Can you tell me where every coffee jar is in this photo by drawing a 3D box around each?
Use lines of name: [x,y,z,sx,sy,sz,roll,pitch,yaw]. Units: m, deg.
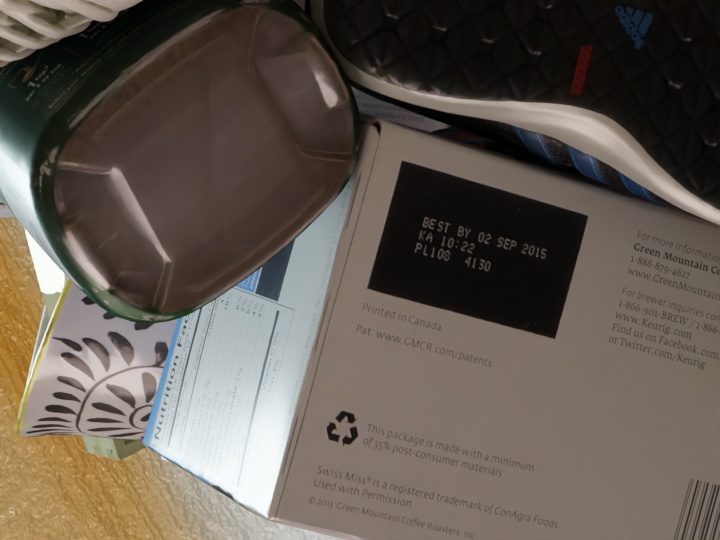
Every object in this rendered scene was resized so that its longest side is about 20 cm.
coffee jar: [-0.089,-0.060,0.796,0.200,0.104,0.085,34,159,56]

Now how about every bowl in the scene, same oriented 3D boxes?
bowl: [-0.054,-0.006,0.988,0.094,0.201,0.201,25,178,-1]

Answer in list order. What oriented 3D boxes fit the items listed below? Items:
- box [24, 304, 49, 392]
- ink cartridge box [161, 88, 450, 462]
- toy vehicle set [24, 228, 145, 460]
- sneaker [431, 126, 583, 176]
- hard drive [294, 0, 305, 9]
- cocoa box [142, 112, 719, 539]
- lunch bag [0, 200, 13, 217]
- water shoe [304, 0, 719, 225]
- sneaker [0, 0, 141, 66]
box: [-0.110,-0.015,1.388,0.112,0.200,0.101,14,178,-1]
ink cartridge box: [0.000,0.000,1.083,0.083,0.200,0.146,13,179,-45]
toy vehicle set: [-0.061,-0.006,1.179,0.200,0.124,0.026,-27,-156,-36]
sneaker: [0.071,-0.030,0.969,0.200,0.079,0.096,-5,-156,-19]
hard drive: [0.088,-0.076,0.881,0.200,0.025,0.132,11,179,23]
cocoa box: [0.049,0.031,0.844,0.200,0.134,0.131,15,180,-24]
lunch bag: [-0.183,-0.083,1.016,0.200,0.124,0.170,20,178,2]
water shoe: [0.080,-0.063,0.780,0.200,0.072,0.079,21,180,-7]
sneaker: [-0.104,-0.091,0.716,0.200,0.081,0.076,7,163,47]
